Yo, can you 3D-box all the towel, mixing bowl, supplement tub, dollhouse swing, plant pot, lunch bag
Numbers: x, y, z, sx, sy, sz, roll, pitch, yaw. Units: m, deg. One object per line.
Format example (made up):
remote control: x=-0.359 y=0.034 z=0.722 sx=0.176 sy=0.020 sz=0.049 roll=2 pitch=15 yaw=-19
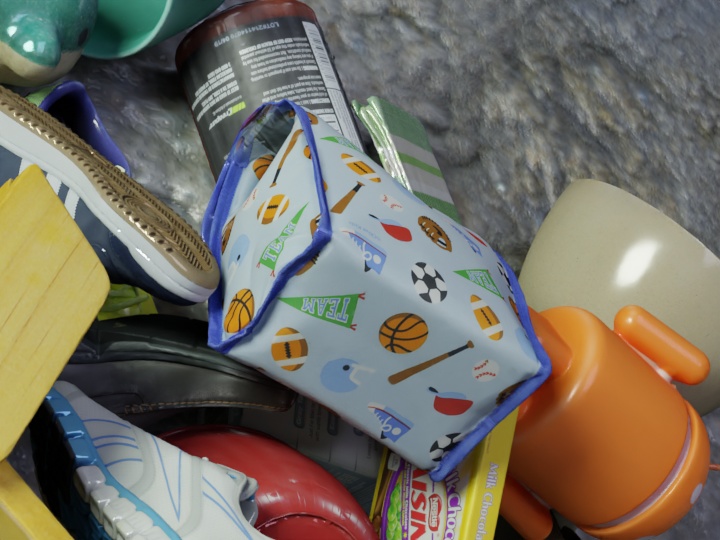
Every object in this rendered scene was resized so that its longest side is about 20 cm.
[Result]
towel: x=0.053 y=-0.024 z=1.084 sx=0.200 sy=0.023 sz=0.153 roll=69 pitch=15 yaw=8
mixing bowl: x=-0.057 y=0.180 z=0.829 sx=0.200 sy=0.108 sz=0.201 roll=6 pitch=78 yaw=-30
supplement tub: x=-0.049 y=-0.075 z=1.020 sx=0.107 sy=0.107 sz=0.200 roll=-8 pitch=73 yaw=-43
dollhouse swing: x=-0.175 y=0.093 z=0.749 sx=0.176 sy=0.200 sz=0.182 roll=40 pitch=47 yaw=-15
plant pot: x=0.187 y=0.049 z=1.115 sx=0.200 sy=0.200 sz=0.134 roll=46 pitch=80 yaw=-11
lunch bag: x=0.000 y=0.000 z=0.881 sx=0.170 sy=0.124 sz=0.200 roll=34 pitch=25 yaw=-26

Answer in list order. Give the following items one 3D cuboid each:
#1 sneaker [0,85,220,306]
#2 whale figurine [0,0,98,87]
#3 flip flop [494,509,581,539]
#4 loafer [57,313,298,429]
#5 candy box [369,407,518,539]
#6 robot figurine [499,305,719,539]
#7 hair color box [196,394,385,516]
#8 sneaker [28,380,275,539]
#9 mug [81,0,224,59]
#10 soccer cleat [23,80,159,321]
sneaker: x=-0.173 y=-0.013 z=0.847 sx=0.200 sy=0.109 sz=0.070 roll=38 pitch=9 yaw=25
whale figurine: x=-0.232 y=-0.173 z=0.872 sx=0.159 sy=0.104 sz=0.200 roll=35 pitch=18 yaw=15
flip flop: x=0.130 y=0.183 z=1.061 sx=0.081 sy=0.058 sz=0.200 roll=49 pitch=45 yaw=-8
loafer: x=-0.133 y=0.063 z=0.862 sx=0.200 sy=0.073 sz=0.072 roll=10 pitch=100 yaw=-5
candy box: x=0.038 y=0.169 z=0.905 sx=0.026 sy=0.102 sz=0.200 roll=15 pitch=83 yaw=-35
robot figurine: x=0.152 y=0.101 z=0.989 sx=0.200 sy=0.117 sz=0.144 roll=41 pitch=60 yaw=-25
hair color box: x=-0.007 y=0.099 z=0.990 sx=0.200 sy=0.061 sz=0.099 roll=23 pitch=54 yaw=-30
sneaker: x=-0.101 y=0.117 z=0.761 sx=0.087 sy=0.075 sz=0.200 roll=-18 pitch=40 yaw=-31
mug: x=-0.137 y=-0.218 z=0.984 sx=0.185 sy=0.152 sz=0.114 roll=40 pitch=41 yaw=10
soccer cleat: x=-0.160 y=-0.020 z=0.908 sx=0.065 sy=0.084 sz=0.200 roll=-16 pitch=79 yaw=-45
